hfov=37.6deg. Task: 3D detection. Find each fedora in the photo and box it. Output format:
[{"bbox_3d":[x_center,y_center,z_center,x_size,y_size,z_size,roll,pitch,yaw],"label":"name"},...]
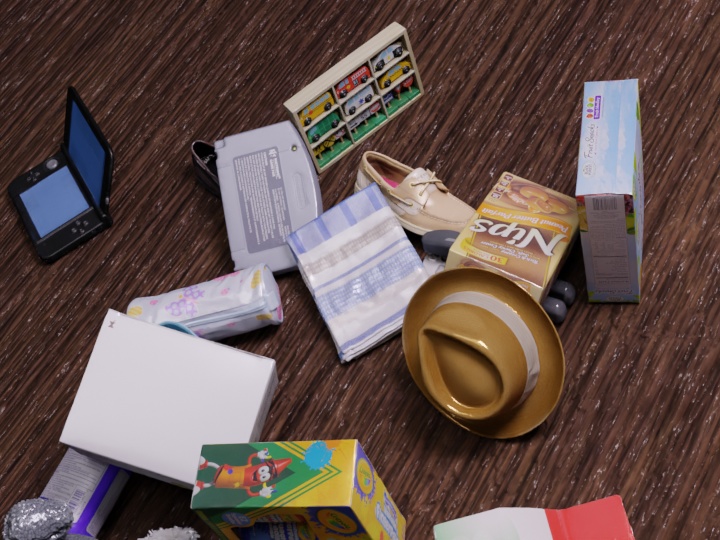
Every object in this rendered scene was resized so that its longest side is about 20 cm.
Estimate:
[{"bbox_3d":[0.120,0.098,1.144,0.198,0.203,0.082,11,18,26],"label":"fedora"}]

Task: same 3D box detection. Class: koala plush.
[{"bbox_3d":[-0.271,0.346,1.134,0.197,0.184,0.179,-2,63,-7],"label":"koala plush"}]

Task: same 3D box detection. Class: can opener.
[{"bbox_3d":[0.160,0.003,1.276,0.198,0.067,0.054,19,60,30],"label":"can opener"}]

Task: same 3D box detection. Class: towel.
[{"bbox_3d":[0.000,0.000,1.327,0.146,0.024,0.201,-30,63,6],"label":"towel"}]

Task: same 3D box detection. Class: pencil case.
[{"bbox_3d":[-0.198,0.053,1.348,0.198,0.091,0.084,-16,90,5],"label":"pencil case"}]

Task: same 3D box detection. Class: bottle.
[{"bbox_3d":[-0.317,0.236,1.270,0.083,0.066,0.201,10,58,28],"label":"bottle"}]

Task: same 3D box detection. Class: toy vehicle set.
[{"bbox_3d":[-0.005,-0.240,1.479,0.199,0.125,0.027,-38,51,-10],"label":"toy vehicle set"}]

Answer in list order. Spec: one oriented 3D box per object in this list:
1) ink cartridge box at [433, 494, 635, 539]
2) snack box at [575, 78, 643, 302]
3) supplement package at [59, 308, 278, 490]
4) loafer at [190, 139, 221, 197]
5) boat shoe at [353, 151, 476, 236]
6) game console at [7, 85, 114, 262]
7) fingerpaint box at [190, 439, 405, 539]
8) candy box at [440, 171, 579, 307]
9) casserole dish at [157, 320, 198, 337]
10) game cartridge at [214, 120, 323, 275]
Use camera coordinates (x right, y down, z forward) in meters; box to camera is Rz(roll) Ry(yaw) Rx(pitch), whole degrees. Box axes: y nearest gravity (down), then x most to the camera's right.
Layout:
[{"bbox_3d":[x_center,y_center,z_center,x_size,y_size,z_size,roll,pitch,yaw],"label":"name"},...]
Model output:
[{"bbox_3d":[0.183,0.311,1.052,0.198,0.050,0.162,-18,51,8],"label":"ink cartridge box"},{"bbox_3d":[0.289,-0.087,1.211,0.067,0.201,0.170,0,53,19],"label":"snack box"},{"bbox_3d":[-0.210,0.157,1.194,0.198,0.111,0.157,17,73,3],"label":"supplement package"},{"bbox_3d":[-0.171,-0.126,1.491,0.199,0.063,0.072,29,68,34],"label":"loafer"},{"bbox_3d":[0.070,-0.100,1.371,0.199,0.070,0.073,25,39,33],"label":"boat shoe"},{"bbox_3d":[-0.448,-0.144,1.568,0.175,0.117,0.200,-33,50,-7],"label":"game console"},{"bbox_3d":[-0.057,0.251,1.081,0.165,0.201,0.074,-4,54,15],"label":"fingerpaint box"},{"bbox_3d":[0.184,-0.032,1.239,0.114,0.056,0.200,22,38,14],"label":"candy box"},{"bbox_3d":[-0.211,0.153,1.273,0.200,0.039,0.121,43,74,9],"label":"casserole dish"},{"bbox_3d":[-0.119,-0.093,1.420,0.132,0.041,0.203,-14,77,14],"label":"game cartridge"}]
